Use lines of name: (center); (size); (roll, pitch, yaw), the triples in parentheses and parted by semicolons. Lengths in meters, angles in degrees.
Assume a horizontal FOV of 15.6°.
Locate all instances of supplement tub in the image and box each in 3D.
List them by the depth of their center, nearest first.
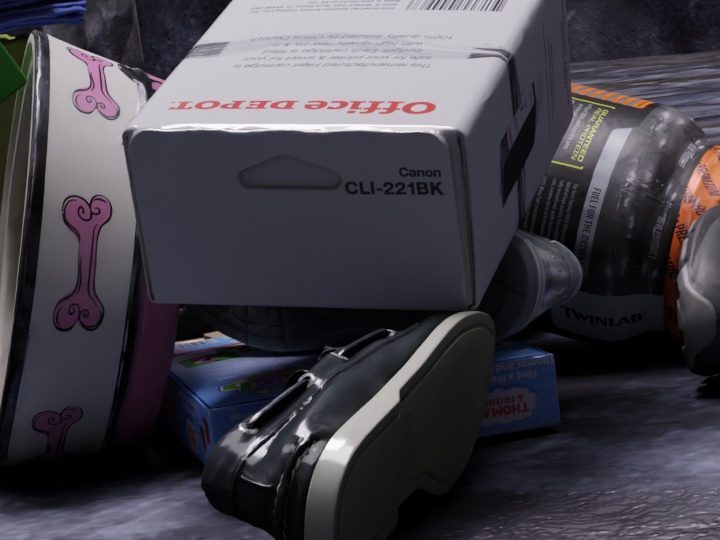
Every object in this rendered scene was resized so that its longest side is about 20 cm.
supplement tub: (0.088, -0.033, 1.290); (0.200, 0.123, 0.122); (15, 16, 22)

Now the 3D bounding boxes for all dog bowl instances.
dog bowl: (-0.125, -0.006, 1.197); (0.074, 0.200, 0.200); (6, 5, -10)

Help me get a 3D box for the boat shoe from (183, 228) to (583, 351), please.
boat shoe: (0.001, -0.002, 1.188); (0.202, 0.075, 0.065); (2, 5, 32)

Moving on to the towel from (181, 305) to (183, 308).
towel: (-0.149, -0.003, 1.588); (0.200, 0.023, 0.144); (0, -19, 39)

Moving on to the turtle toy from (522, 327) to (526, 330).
turtle toy: (0.047, -0.022, 1.443); (0.200, 0.101, 0.146); (-3, 9, 33)

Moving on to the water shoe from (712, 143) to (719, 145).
water shoe: (0.185, -0.027, 1.428); (0.071, 0.079, 0.200); (-7, 8, 10)

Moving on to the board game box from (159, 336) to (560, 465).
board game box: (-0.011, 0.052, 1.193); (0.151, 0.037, 0.200); (-9, 6, -12)

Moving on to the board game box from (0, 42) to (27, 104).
board game box: (-0.261, -0.039, 1.180); (0.200, 0.040, 0.153); (-43, 21, -20)

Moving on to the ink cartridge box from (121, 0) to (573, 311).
ink cartridge box: (0.001, -0.062, 1.122); (0.144, 0.084, 0.200); (1, 26, 17)

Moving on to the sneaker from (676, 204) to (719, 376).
sneaker: (0.207, 0.001, 1.210); (0.079, 0.076, 0.200); (1, 12, 30)

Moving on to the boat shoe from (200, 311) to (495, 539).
boat shoe: (-0.003, 0.058, 0.992); (0.066, 0.075, 0.199); (10, 22, 18)

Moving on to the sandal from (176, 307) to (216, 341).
sandal: (-0.053, 0.023, 1.407); (0.075, 0.045, 0.200); (-16, -9, -25)

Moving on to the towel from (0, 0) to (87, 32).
towel: (-0.252, -0.127, 1.422); (0.145, 0.024, 0.200); (-17, 10, -35)

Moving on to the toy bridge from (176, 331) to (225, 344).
toy bridge: (-0.153, 0.058, 1.330); (0.200, 0.027, 0.067); (-10, 7, -17)

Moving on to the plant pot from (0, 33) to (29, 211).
plant pot: (-0.224, -0.030, 1.451); (0.200, 0.190, 0.200); (-7, 7, 1)
